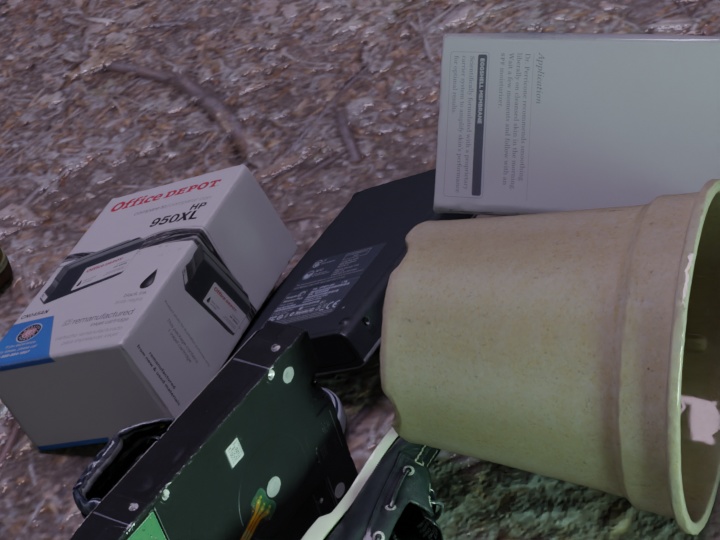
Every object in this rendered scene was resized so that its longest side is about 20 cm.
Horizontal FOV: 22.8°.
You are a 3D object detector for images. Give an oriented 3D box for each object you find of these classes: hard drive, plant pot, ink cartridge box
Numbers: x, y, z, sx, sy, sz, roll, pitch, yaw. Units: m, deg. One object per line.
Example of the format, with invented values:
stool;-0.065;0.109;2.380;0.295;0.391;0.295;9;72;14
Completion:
hard drive;-0.082;0.146;1.062;0.038;0.141;0.200;11;45;35
hard drive;0.000;0.000;1.271;0.139;0.033;0.200;-14;29;47
plant pot;0.116;0.042;1.045;0.182;0.202;0.201;5;41;21
ink cartridge box;-0.155;0.026;1.276;0.144;0.085;0.201;-11;33;36

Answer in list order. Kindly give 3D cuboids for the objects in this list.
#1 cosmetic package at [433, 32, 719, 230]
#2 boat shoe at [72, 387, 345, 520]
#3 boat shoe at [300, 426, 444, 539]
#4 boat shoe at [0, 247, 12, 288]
cosmetic package;0.181;-0.094;1.203;0.198;0.124;0.199;6;5;27
boat shoe;-0.092;0.119;1.142;0.071;0.091;0.200;22;52;42
boat shoe;0.017;0.156;1.070;0.066;0.075;0.199;28;36;14
boat shoe;-0.372;-0.034;1.480;0.198;0.077;0.072;9;44;33
